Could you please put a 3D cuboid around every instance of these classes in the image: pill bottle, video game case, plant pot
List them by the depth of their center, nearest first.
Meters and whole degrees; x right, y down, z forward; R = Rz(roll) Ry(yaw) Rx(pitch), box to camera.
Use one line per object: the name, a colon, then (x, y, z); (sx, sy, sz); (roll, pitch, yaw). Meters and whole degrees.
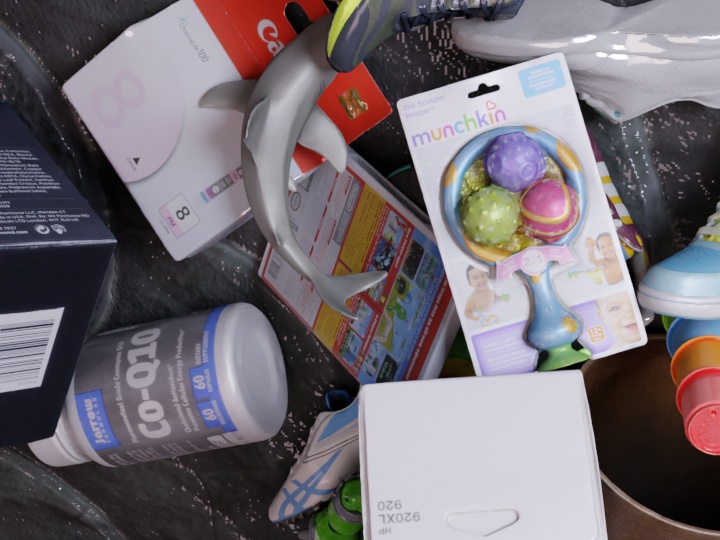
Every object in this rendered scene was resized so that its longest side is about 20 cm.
video game case: (0.000, 0.000, 0.928); (0.200, 0.017, 0.143); (45, 127, 37)
plant pot: (0.231, 0.184, 0.964); (0.187, 0.187, 0.200); (13, 133, 6)
pill bottle: (-0.171, 0.099, 1.032); (0.200, 0.114, 0.114); (-13, 112, 18)

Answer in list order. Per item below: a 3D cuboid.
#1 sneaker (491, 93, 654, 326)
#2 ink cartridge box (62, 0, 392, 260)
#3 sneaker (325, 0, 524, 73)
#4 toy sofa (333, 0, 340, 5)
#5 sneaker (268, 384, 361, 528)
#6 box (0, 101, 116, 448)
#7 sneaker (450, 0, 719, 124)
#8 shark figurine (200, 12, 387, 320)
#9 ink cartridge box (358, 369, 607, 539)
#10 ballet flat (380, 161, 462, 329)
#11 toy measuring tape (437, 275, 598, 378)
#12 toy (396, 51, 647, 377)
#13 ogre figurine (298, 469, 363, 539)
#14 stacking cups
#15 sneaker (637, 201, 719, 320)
sneaker: (0.153, -0.043, 0.876); (0.075, 0.090, 0.200); (-35, 123, 9)
ink cartridge box: (-0.102, -0.125, 0.923); (0.200, 0.057, 0.163); (-33, 89, 29)
sneaker: (0.064, -0.190, 0.825); (0.200, 0.074, 0.081); (-37, 86, 6)
toy sofa: (0.028, -0.272, 0.833); (0.200, 0.098, 0.083); (-42, 76, 27)
sneaker: (-0.020, 0.147, 1.055); (0.073, 0.072, 0.200); (51, 124, 17)
box: (-0.302, 0.001, 0.959); (0.200, 0.117, 0.197); (46, 125, 34)
sneaker: (0.162, -0.142, 0.869); (0.200, 0.075, 0.089); (6, 136, 12)
shark figurine: (-0.055, -0.071, 0.862); (0.128, 0.089, 0.215); (-4, 88, 10)
ink cartridge box: (0.077, 0.167, 0.843); (0.147, 0.145, 0.200); (-5, 158, 1)
ballet flat: (0.067, 0.001, 0.958); (0.068, 0.068, 0.200); (-4, 121, 31)
toy measuring tape: (0.090, 0.055, 0.897); (0.074, 0.074, 0.200); (32, 129, -4)
toy: (0.106, -0.031, 0.808); (0.115, 0.047, 0.200); (-16, 93, 1)
ogre figurine: (0.036, 0.219, 1.044); (0.120, 0.200, 0.098); (-28, 69, 37)
stacking cups: (0.239, 0.061, 0.871); (0.060, 0.200, 0.061); (5, 119, 10)
sneaker: (0.261, -0.047, 0.845); (0.080, 0.200, 0.131); (19, 119, 50)
